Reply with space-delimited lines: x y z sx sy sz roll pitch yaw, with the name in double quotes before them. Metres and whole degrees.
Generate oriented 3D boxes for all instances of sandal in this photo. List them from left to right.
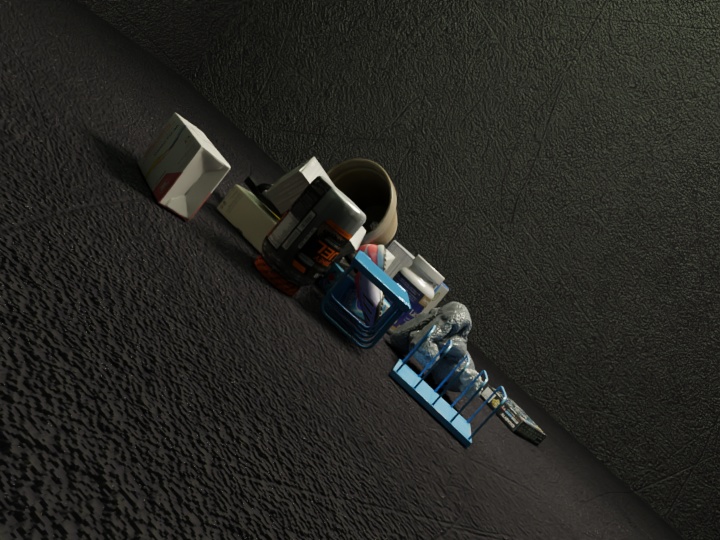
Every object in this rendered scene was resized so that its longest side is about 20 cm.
"sandal" -0.197 -0.166 1.287 0.075 0.048 0.200 41 3 -47

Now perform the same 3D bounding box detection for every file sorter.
"file sorter" 0.008 0.058 1.179 0.139 0.123 0.200 41 6 -2
"file sorter" 0.176 0.220 1.171 0.200 0.123 0.139 42 6 7

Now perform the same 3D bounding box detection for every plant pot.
"plant pot" 0.007 -0.135 1.390 0.200 0.200 0.173 44 2 26

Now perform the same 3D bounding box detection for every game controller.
"game controller" 0.000 0.000 1.441 0.104 0.042 0.200 36 -6 22

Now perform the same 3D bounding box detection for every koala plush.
"koala plush" 0.203 0.197 1.360 0.202 0.183 0.177 61 -14 -13

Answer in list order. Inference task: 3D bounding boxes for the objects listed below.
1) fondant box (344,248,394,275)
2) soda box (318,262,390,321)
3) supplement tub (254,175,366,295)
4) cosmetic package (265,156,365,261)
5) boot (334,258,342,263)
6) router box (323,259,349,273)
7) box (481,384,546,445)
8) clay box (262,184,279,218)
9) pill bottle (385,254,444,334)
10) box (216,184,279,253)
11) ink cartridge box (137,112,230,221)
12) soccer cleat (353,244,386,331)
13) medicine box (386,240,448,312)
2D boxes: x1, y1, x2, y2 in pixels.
"fondant box" -0.022 -0.044 1.636 0.200 0.145 0.058 44 27 19
"soda box" -0.005 0.065 1.392 0.199 0.064 0.068 36 8 -40
"supplement tub" -0.094 -0.061 1.069 0.122 0.200 0.123 40 6 -5
"cosmetic package" -0.089 -0.118 1.218 0.201 0.106 0.090 54 32 -16
"boot" -0.044 -0.077 1.493 0.073 0.090 0.200 46 9 0
"router box" -0.123 -0.055 1.533 0.149 0.051 0.200 45 9 24
"box" 0.466 0.441 1.792 0.200 0.046 0.159 36 9 -45
"clay box" -0.169 -0.132 1.353 0.113 0.048 0.201 -1 38 -4
"pill bottle" 0.120 0.064 1.532 0.115 0.200 0.116 40 7 -6
"box" -0.196 -0.082 1.201 0.200 0.068 0.082 44 6 19
"ink cartridge box" -0.309 -0.187 1.001 0.067 0.117 0.200 34 8 -44
"soccer cleat" 0.018 0.042 1.317 0.072 0.203 0.068 4 8 4
"medicine box" 0.120 0.051 1.711 0.200 0.183 0.103 44 7 25
